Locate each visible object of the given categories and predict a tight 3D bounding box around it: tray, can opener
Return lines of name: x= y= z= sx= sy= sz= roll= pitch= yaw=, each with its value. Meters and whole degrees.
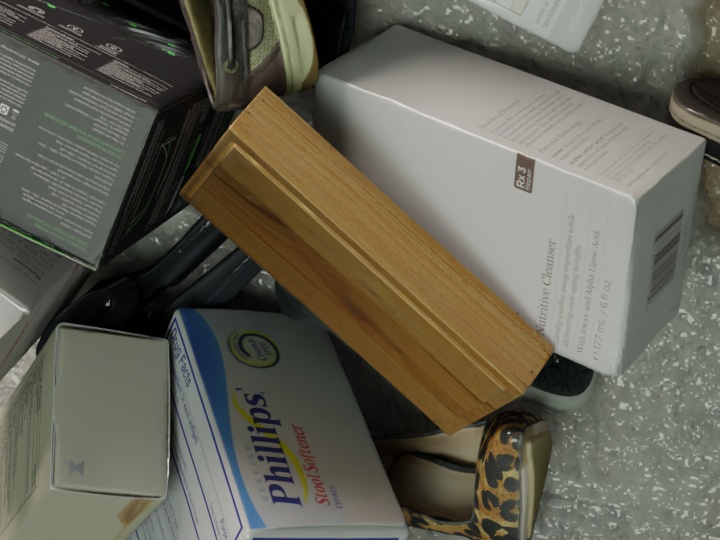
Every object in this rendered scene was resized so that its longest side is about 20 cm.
tray: x=0.000 y=0.000 z=0.985 sx=0.200 sy=0.037 sz=0.099 roll=43 pitch=153 yaw=-4
can opener: x=-0.106 y=0.008 z=1.131 sx=0.199 sy=0.079 sz=0.064 roll=-33 pitch=95 yaw=22

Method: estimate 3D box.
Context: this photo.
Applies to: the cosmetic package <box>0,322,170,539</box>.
cosmetic package: x=-0.178 y=0.119 z=1.144 sx=0.070 sy=0.106 sz=0.200 roll=9 pitch=155 yaw=-21

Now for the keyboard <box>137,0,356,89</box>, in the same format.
keyboard: x=-0.082 y=-0.184 z=1.032 sx=0.199 sy=0.040 sz=0.105 roll=28 pitch=131 yaw=15

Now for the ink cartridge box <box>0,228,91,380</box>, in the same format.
ink cartridge box: x=-0.215 y=0.013 z=1.089 sx=0.068 sy=0.200 sz=0.115 roll=36 pitch=124 yaw=-2

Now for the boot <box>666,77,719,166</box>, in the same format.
boot: x=0.233 y=-0.004 z=0.991 sx=0.198 sy=0.073 sz=0.152 roll=22 pitch=123 yaw=1

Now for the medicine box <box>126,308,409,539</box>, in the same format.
medicine box: x=-0.071 y=0.157 z=1.114 sx=0.102 sy=0.183 sz=0.201 roll=5 pitch=128 yaw=-25

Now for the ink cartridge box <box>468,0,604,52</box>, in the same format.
ink cartridge box: x=0.059 y=-0.228 z=0.949 sx=0.199 sy=0.050 sz=0.163 roll=27 pitch=123 yaw=0

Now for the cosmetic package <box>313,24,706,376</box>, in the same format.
cosmetic package: x=0.073 y=-0.041 z=0.990 sx=0.199 sy=0.081 sz=0.114 roll=21 pitch=127 yaw=28

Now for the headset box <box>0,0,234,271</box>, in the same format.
headset box: x=-0.170 y=-0.099 z=1.018 sx=0.173 sy=0.200 sz=0.093 roll=26 pitch=107 yaw=4

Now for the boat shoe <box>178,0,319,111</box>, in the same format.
boat shoe: x=-0.081 y=-0.177 z=0.951 sx=0.073 sy=0.064 sz=0.202 roll=3 pitch=117 yaw=66

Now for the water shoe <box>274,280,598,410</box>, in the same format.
water shoe: x=0.044 y=0.028 z=1.093 sx=0.199 sy=0.072 sz=0.079 roll=27 pitch=151 yaw=3

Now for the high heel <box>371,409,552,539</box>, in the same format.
high heel: x=0.036 y=0.112 z=1.082 sx=0.141 sy=0.072 sz=0.200 roll=15 pitch=160 yaw=8
